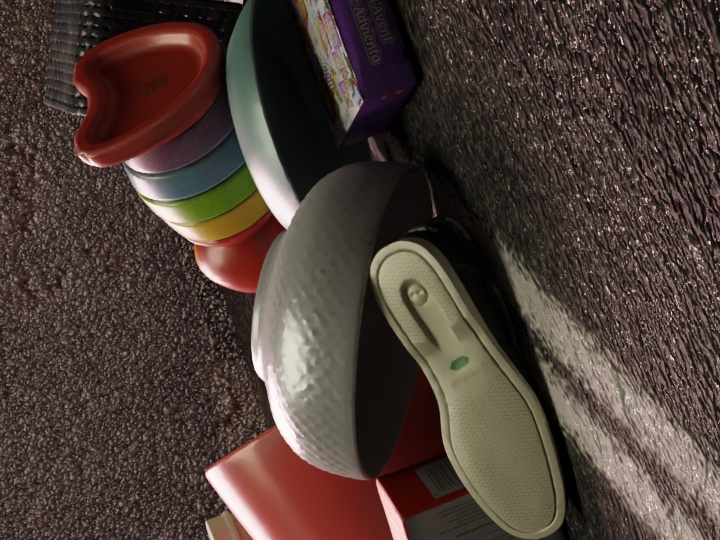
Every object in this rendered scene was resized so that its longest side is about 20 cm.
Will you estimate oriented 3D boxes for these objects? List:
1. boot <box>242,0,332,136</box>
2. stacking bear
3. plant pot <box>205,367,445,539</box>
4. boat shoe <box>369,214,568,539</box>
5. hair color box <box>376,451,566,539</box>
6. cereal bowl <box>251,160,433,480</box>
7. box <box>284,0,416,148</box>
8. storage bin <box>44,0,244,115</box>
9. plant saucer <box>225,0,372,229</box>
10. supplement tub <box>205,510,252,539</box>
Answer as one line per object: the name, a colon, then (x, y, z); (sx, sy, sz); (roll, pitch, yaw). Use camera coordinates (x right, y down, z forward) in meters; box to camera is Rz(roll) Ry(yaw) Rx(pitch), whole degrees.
boot: (-0.060, -0.159, 1.836); (0.200, 0.073, 0.076); (-115, 14, -57)
stacking bear: (-0.103, -0.064, 1.712); (0.122, 0.113, 0.201); (-99, -18, -49)
plant pot: (0.017, 0.168, 1.734); (0.178, 0.199, 0.200); (59, 172, 4)
boat shoe: (0.077, 0.063, 1.474); (0.201, 0.071, 0.068); (64, -150, -7)
hair color box: (0.087, 0.209, 1.580); (0.061, 0.101, 0.201); (-128, 20, -62)
cereal bowl: (-0.016, 0.027, 1.553); (0.200, 0.083, 0.202); (10, -90, -76)
box: (-0.013, -0.161, 1.570); (0.200, 0.039, 0.138); (136, 114, -83)
storage bin: (-0.155, -0.159, 1.834); (0.200, 0.134, 0.095); (-158, 75, -75)
plant saucer: (-0.044, -0.097, 1.673); (0.200, 0.036, 0.202); (-17, -90, -71)
supplement tub: (-0.008, 0.218, 1.929); (0.145, 0.199, 0.146); (159, 90, -83)
